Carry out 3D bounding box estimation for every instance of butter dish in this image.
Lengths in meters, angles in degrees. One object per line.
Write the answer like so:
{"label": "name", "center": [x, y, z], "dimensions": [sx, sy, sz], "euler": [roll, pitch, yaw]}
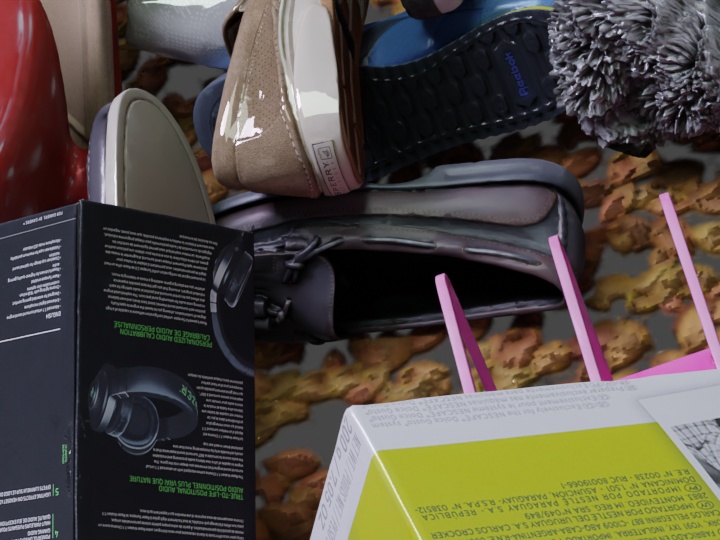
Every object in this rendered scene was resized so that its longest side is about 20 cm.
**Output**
{"label": "butter dish", "center": [-0.179, -0.047, 1.358], "dimensions": [0.147, 0.200, 0.200], "euler": [9, 50, 0]}

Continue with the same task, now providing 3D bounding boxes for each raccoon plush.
{"label": "raccoon plush", "center": [0.137, -0.113, 1.257], "dimensions": [0.134, 0.200, 0.097], "euler": [4, 59, 51]}

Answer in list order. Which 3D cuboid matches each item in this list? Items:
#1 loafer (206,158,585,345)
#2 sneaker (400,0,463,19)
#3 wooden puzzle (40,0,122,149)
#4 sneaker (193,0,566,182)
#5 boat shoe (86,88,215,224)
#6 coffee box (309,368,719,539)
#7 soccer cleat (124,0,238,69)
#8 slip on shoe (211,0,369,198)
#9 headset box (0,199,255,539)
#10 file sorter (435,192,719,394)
{"label": "loafer", "center": [0.000, 0.000, 1.295], "dimensions": [0.199, 0.072, 0.063], "euler": [-11, 50, 10]}
{"label": "sneaker", "center": [0.085, -0.194, 1.353], "dimensions": [0.115, 0.076, 0.201], "euler": [3, 50, 23]}
{"label": "wooden puzzle", "center": [-0.161, -0.160, 1.437], "dimensions": [0.037, 0.200, 0.185], "euler": [-16, 38, -30]}
{"label": "sneaker", "center": [0.022, -0.089, 1.381], "dimensions": [0.200, 0.066, 0.078], "euler": [-13, 19, 19]}
{"label": "boat shoe", "center": [-0.099, 0.024, 1.265], "dimensions": [0.063, 0.073, 0.201], "euler": [-15, 79, 32]}
{"label": "coffee box", "center": [0.098, 0.170, 0.950], "dimensions": [0.199, 0.200, 0.198], "euler": [-4, 39, -22]}
{"label": "soccer cleat", "center": [-0.070, -0.168, 1.454], "dimensions": [0.086, 0.070, 0.200], "euler": [3, 36, 3]}
{"label": "slip on shoe", "center": [-0.032, -0.111, 1.316], "dimensions": [0.060, 0.076, 0.200], "euler": [-10, 52, 11]}
{"label": "headset box", "center": [-0.128, 0.090, 1.154], "dimensions": [0.174, 0.093, 0.201], "euler": [-14, 72, 45]}
{"label": "file sorter", "center": [0.143, 0.046, 1.148], "dimensions": [0.199, 0.126, 0.139], "euler": [-19, 44, 5]}
